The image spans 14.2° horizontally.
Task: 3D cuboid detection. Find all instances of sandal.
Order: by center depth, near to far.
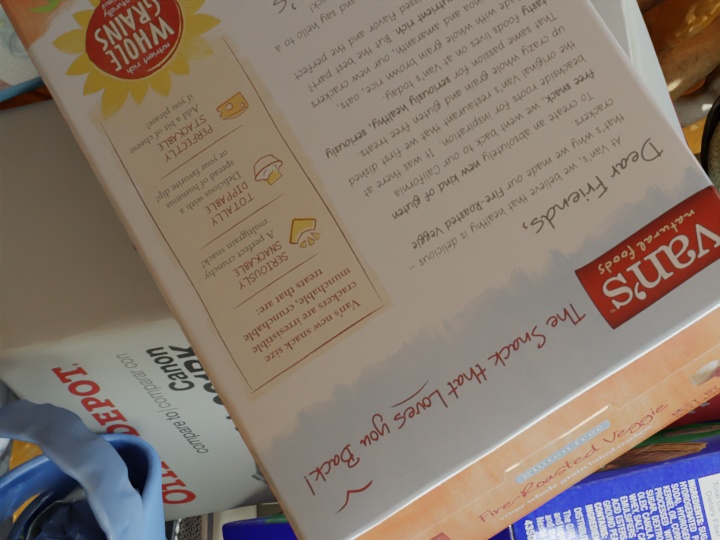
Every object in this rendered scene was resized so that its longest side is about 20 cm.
[{"bbox_3d":[-0.078,0.088,0.849,0.087,0.079,0.200,-67,165,-2],"label":"sandal"}]

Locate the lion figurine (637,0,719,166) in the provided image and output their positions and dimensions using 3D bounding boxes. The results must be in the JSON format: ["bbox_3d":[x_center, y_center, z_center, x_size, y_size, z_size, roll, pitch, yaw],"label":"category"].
[{"bbox_3d":[0.077,-0.048,0.964,0.122,0.073,0.200,-32,148,-1],"label":"lion figurine"}]

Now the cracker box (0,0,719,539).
[{"bbox_3d":[0.005,-0.031,0.761,0.134,0.200,0.058,-32,154,3],"label":"cracker box"}]

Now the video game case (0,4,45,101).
[{"bbox_3d":[-0.148,-0.082,0.770,0.200,0.018,0.143,-22,143,-20],"label":"video game case"}]

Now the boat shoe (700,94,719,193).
[{"bbox_3d":[0.139,-0.037,0.916,0.065,0.073,0.200,-11,144,-19],"label":"boat shoe"}]

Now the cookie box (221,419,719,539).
[{"bbox_3d":[0.087,0.090,0.904,0.199,0.075,0.171,-10,179,-32],"label":"cookie box"}]

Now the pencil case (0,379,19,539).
[{"bbox_3d":[-0.147,0.097,0.919,0.083,0.091,0.200,-7,142,-10],"label":"pencil case"}]

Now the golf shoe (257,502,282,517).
[{"bbox_3d":[0.019,0.084,1.052,0.200,0.095,0.078,-46,146,17],"label":"golf shoe"}]

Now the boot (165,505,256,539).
[{"bbox_3d":[-0.094,0.124,1.026,0.090,0.073,0.201,1,123,-17],"label":"boot"}]

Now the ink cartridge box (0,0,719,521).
[{"bbox_3d":[0.000,0.000,0.863,0.199,0.084,0.144,-11,153,12],"label":"ink cartridge box"}]
